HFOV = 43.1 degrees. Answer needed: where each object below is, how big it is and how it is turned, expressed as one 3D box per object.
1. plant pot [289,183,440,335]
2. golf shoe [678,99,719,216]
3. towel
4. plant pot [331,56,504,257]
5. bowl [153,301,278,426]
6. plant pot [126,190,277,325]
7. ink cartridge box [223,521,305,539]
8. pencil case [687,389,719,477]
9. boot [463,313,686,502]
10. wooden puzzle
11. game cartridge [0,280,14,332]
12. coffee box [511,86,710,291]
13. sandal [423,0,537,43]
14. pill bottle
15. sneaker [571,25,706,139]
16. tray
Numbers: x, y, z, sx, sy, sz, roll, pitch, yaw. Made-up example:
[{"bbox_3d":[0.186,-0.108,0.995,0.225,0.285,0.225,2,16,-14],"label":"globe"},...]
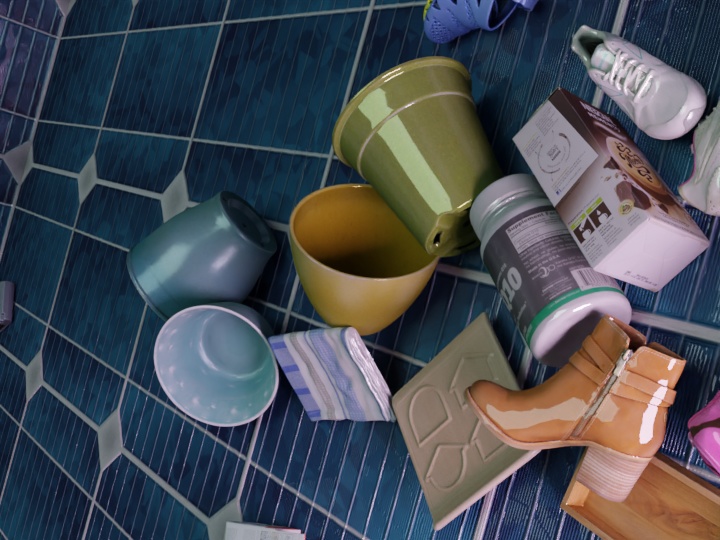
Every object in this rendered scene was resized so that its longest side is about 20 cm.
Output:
[{"bbox_3d":[0.000,0.000,1.203,0.200,0.199,0.142,-121,30,-43],"label":"plant pot"},{"bbox_3d":[0.361,-0.148,0.876,0.091,0.075,0.201,15,89,55],"label":"golf shoe"},{"bbox_3d":[-0.041,0.146,1.247,0.200,0.024,0.147,-10,112,51],"label":"towel"},{"bbox_3d":[0.093,-0.125,1.132,0.200,0.200,0.190,-46,60,32],"label":"plant pot"},{"bbox_3d":[-0.208,0.129,1.421,0.201,0.200,0.105,-54,2,24],"label":"bowl"},{"bbox_3d":[-0.246,-0.022,1.505,0.188,0.200,0.200,-40,48,16],"label":"plant pot"},{"bbox_3d":[-0.128,0.424,1.310,0.200,0.050,0.109,-11,69,48],"label":"ink cartridge box"},{"bbox_3d":[0.363,0.097,0.781,0.094,0.091,0.200,35,107,14],"label":"pencil case"},{"bbox_3d":[0.209,0.112,0.899,0.200,0.074,0.155,27,107,27],"label":"boot"},{"bbox_3d":[0.128,0.179,1.082,0.185,0.046,0.200,-47,41,31],"label":"wooden puzzle"},{"bbox_3d":[-1.007,0.111,2.517,0.200,0.040,0.134,-31,59,42],"label":"game cartridge"},{"bbox_3d":[0.256,-0.086,0.951,0.080,0.113,0.200,-48,46,29],"label":"coffee box"},{"bbox_3d":[0.160,-0.350,1.192,0.200,0.079,0.087,-28,62,45],"label":"sandal"},{"bbox_3d":[0.200,-0.005,0.995,0.113,0.113,0.200,-49,44,29],"label":"pill bottle"},{"bbox_3d":[0.284,-0.200,0.961,0.071,0.080,0.200,-58,32,20],"label":"sneaker"},{"bbox_3d":[0.289,0.235,0.867,0.200,0.037,0.099,31,102,50],"label":"tray"}]
